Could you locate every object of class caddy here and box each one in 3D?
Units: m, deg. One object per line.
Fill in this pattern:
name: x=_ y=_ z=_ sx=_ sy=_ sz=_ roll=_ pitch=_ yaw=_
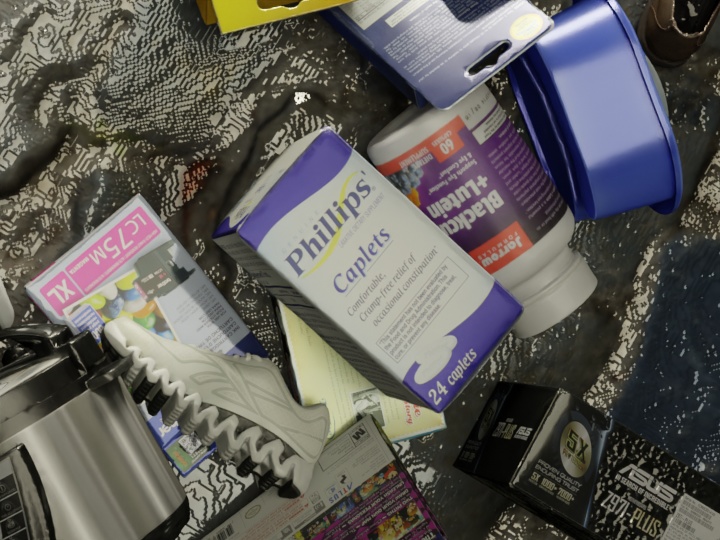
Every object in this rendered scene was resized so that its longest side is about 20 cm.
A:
caddy: x=0.199 y=-0.133 z=1.407 sx=0.104 sy=0.141 sz=0.202 roll=-21 pitch=94 yaw=-7

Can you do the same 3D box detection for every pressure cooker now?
pressure cooker: x=-0.243 y=0.143 z=1.284 sx=0.175 sy=0.178 sz=0.201 roll=-30 pitch=96 yaw=-23

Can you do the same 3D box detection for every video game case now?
video game case: x=-0.036 y=0.222 z=1.309 sx=0.199 sy=0.182 sz=0.036 roll=-37 pitch=124 yaw=1

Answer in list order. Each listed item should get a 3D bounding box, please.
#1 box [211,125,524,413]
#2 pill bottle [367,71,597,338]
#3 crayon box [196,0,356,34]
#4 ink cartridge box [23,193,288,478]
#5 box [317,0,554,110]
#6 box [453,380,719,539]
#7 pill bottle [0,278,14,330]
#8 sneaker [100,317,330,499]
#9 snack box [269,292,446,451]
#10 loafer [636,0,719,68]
box: x=0.000 y=0.000 z=1.297 sx=0.200 sy=0.184 sz=0.105 roll=42 pitch=82 yaw=-8
pill bottle: x=0.103 y=-0.049 z=1.395 sx=0.111 sy=0.111 sz=0.201 roll=-38 pitch=100 yaw=-11
crayon box: x=-0.084 y=-0.278 z=1.364 sx=0.126 sy=0.051 sz=0.202 roll=-15 pitch=73 yaw=-12
ink cartridge box: x=-0.159 y=0.054 z=1.374 sx=0.119 sy=0.042 sz=0.201 roll=-40 pitch=98 yaw=-10
box: x=0.050 y=-0.208 z=1.374 sx=0.121 sy=0.033 sz=0.200 roll=-37 pitch=57 yaw=-11
box: x=0.196 y=0.176 z=1.385 sx=0.199 sy=0.164 sz=0.087 roll=31 pitch=82 yaw=-9
pill bottle: x=-0.369 y=0.027 z=1.289 sx=0.198 sy=0.112 sz=0.113 roll=-22 pitch=93 yaw=-12
sneaker: x=-0.111 y=0.092 z=1.334 sx=0.199 sy=0.075 sz=0.081 roll=36 pitch=67 yaw=-10
snack box: x=-0.008 y=0.045 z=1.407 sx=0.115 sy=0.037 sz=0.202 roll=-13 pitch=91 yaw=-11
loafer: x=0.300 y=-0.269 z=1.468 sx=0.072 sy=0.071 sz=0.202 roll=19 pitch=84 yaw=-11
